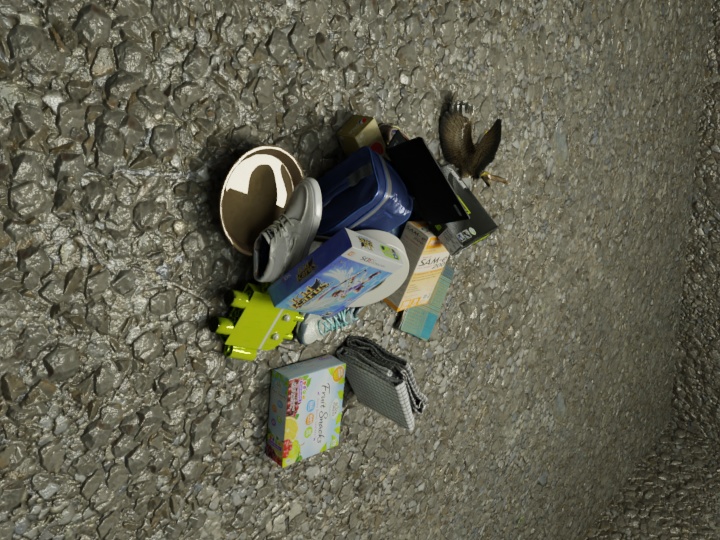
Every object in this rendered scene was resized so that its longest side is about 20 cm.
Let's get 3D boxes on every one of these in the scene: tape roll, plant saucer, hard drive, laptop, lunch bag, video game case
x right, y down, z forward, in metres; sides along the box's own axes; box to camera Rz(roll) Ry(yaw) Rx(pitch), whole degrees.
[{"bbox_3d":[0.000,0.000,1.385,0.198,0.038,0.205,-10,142,-8],"label":"tape roll"},{"bbox_3d":[-0.180,-0.128,1.251,0.198,0.029,0.205,-21,120,-41],"label":"plant saucer"},{"bbox_3d":[-0.147,-0.066,1.354,0.138,0.033,0.204,-30,125,-37],"label":"hard drive"},{"bbox_3d":[0.136,-0.190,1.328,0.179,0.102,0.201,56,27,-16],"label":"laptop"},{"bbox_3d":[-0.010,-0.141,1.360,0.131,0.198,0.138,23,45,-43],"label":"lunch bag"},{"bbox_3d":[-0.043,0.012,1.282,0.199,0.046,0.180,-37,151,23],"label":"video game case"}]

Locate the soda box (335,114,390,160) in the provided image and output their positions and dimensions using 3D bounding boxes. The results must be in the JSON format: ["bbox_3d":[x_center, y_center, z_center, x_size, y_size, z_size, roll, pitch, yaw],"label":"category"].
[{"bbox_3d":[0.023,-0.224,1.454,0.068,0.063,0.202,-47,133,-23],"label":"soda box"}]

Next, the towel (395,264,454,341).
[{"bbox_3d":[0.167,0.070,1.753,0.146,0.021,0.204,27,82,-49],"label":"towel"}]

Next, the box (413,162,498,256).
[{"bbox_3d":[0.207,-0.144,1.577,0.192,0.202,0.048,-25,165,-49],"label":"box"}]

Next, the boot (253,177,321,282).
[{"bbox_3d":[-0.135,-0.069,1.239,0.094,0.073,0.204,-3,113,-46],"label":"boot"}]

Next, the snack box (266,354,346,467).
[{"bbox_3d":[-0.118,0.302,1.499,0.167,0.067,0.205,-8,111,-45],"label":"snack box"}]

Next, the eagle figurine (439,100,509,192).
[{"bbox_3d":[0.271,-0.288,1.643,0.201,0.148,0.154,59,24,-59],"label":"eagle figurine"}]

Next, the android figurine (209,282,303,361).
[{"bbox_3d":[-0.194,0.095,1.335,0.198,0.041,0.184,20,108,-48],"label":"android figurine"}]

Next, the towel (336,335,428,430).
[{"bbox_3d":[0.053,0.248,1.563,0.085,0.198,0.168,-43,133,-27],"label":"towel"}]

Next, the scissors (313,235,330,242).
[{"bbox_3d":[-0.042,-0.062,1.339,0.197,0.073,0.014,17,52,-37],"label":"scissors"}]

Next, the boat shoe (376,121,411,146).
[{"bbox_3d":[0.094,-0.262,1.518,0.199,0.059,0.073,32,79,-48],"label":"boat shoe"}]

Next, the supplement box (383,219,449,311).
[{"bbox_3d":[0.133,-0.014,1.597,0.125,0.073,0.203,-11,131,-47],"label":"supplement box"}]

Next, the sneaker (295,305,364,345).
[{"bbox_3d":[-0.055,0.090,1.470,0.199,0.085,0.079,-42,134,-28],"label":"sneaker"}]

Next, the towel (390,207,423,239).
[{"bbox_3d":[0.110,-0.118,1.600,0.198,0.048,0.114,-18,116,-42],"label":"towel"}]
